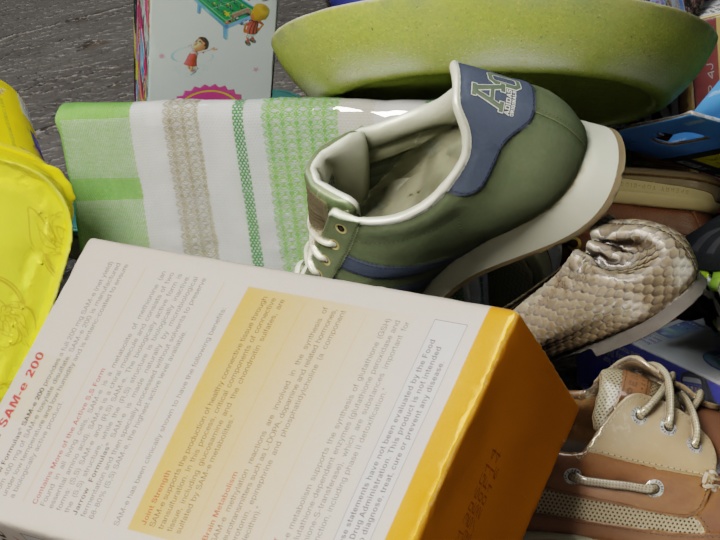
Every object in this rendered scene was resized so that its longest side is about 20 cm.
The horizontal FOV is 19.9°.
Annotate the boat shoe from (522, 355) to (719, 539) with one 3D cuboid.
[{"bbox_3d":[0.107,0.073,0.792,0.200,0.072,0.076,-3,21,5],"label":"boat shoe"}]

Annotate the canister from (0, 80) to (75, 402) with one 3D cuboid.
[{"bbox_3d":[-0.202,-0.011,0.987,0.087,0.149,0.200,17,13,-18],"label":"canister"}]

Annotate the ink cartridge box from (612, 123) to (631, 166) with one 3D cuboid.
[{"bbox_3d":[0.046,-0.068,1.140,0.200,0.059,0.104,-21,27,-35],"label":"ink cartridge box"}]

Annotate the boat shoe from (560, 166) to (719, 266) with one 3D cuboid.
[{"bbox_3d":[0.080,-0.018,1.023,0.200,0.068,0.072,3,-2,3],"label":"boat shoe"}]

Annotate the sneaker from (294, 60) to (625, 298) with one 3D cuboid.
[{"bbox_3d":[0.005,-0.021,0.835,0.200,0.090,0.067,-33,42,33],"label":"sneaker"}]

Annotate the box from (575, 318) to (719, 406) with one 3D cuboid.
[{"bbox_3d":[0.193,0.033,0.924,0.200,0.041,0.119,-15,23,-29],"label":"box"}]

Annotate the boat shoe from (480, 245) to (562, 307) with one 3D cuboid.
[{"bbox_3d":[0.000,0.000,0.980,0.200,0.075,0.068,-3,26,20],"label":"boat shoe"}]

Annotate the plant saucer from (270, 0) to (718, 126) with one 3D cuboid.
[{"bbox_3d":[0.060,-0.088,0.920,0.200,0.031,0.200,0,-6,0],"label":"plant saucer"}]

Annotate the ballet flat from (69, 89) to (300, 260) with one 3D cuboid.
[{"bbox_3d":[-0.093,-0.037,1.146,0.067,0.062,0.200,26,42,34],"label":"ballet flat"}]

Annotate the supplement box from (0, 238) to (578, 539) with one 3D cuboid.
[{"bbox_3d":[-0.037,0.070,0.762,0.200,0.074,0.126,10,62,33],"label":"supplement box"}]

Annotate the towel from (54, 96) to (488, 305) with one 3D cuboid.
[{"bbox_3d":[-0.037,-0.010,0.937,0.200,0.149,0.031,3,22,22],"label":"towel"}]

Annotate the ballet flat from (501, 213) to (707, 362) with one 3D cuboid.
[{"bbox_3d":[0.052,0.028,0.851,0.200,0.046,0.067,-28,13,36],"label":"ballet flat"}]

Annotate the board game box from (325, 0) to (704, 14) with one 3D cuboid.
[{"bbox_3d":[0.097,-0.173,1.110,0.159,0.097,0.200,-2,32,31],"label":"board game box"}]

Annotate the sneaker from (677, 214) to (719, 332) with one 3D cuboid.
[{"bbox_3d":[0.166,0.014,0.856,0.083,0.072,0.200,-17,8,23],"label":"sneaker"}]

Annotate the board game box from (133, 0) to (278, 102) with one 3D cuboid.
[{"bbox_3d":[-0.081,-0.107,1.023,0.064,0.200,0.148,-1,38,-9],"label":"board game box"}]

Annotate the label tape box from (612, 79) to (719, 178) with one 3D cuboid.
[{"bbox_3d":[0.228,-0.067,0.979,0.200,0.063,0.144,18,-5,-13],"label":"label tape box"}]

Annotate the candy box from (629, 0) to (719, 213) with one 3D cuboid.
[{"bbox_3d":[0.159,-0.114,1.205,0.056,0.117,0.200,-16,24,-22],"label":"candy box"}]
